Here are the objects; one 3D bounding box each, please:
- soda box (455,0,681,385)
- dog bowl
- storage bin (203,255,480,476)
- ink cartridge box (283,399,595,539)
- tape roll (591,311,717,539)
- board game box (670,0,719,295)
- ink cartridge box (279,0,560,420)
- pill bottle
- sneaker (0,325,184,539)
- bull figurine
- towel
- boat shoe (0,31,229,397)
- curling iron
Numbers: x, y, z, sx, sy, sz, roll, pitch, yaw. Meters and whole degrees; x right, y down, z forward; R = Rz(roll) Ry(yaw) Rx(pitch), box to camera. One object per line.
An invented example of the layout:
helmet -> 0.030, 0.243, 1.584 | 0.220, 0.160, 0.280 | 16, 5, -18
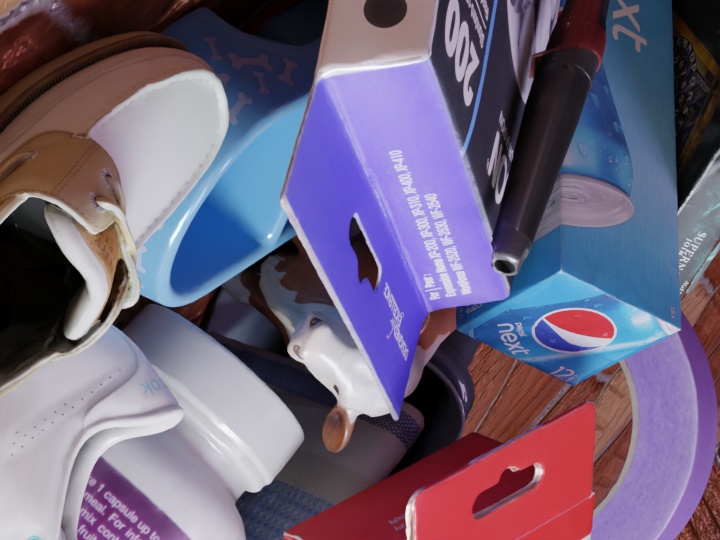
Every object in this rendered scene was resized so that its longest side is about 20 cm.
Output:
soda box -> 0.086, -0.060, 0.997 | 0.064, 0.068, 0.200 | -32, -136, 42
dog bowl -> -0.037, -0.054, 0.909 | 0.200, 0.050, 0.112 | -36, 158, -50
storage bin -> 0.006, 0.056, 1.149 | 0.134, 0.145, 0.200 | -53, 169, -45
ink cartridge box -> 0.030, 0.145, 0.962 | 0.116, 0.067, 0.200 | -23, 126, -43
tape roll -> 0.090, 0.080, 1.305 | 0.200, 0.200, 0.085 | -55, 166, 6
board game box -> 0.137, -0.085, 1.055 | 0.135, 0.028, 0.200 | -59, -159, 28
ink cartridge box -> 0.029, -0.070, 0.858 | 0.198, 0.043, 0.200 | 63, 36, -64
pill bottle -> -0.115, 0.113, 0.928 | 0.200, 0.112, 0.112 | -49, 165, -13
sneaker -> -0.145, 0.096, 0.843 | 0.200, 0.088, 0.075 | -49, 166, -15
bull figurine -> 0.000, 0.000, 1.001 | 0.200, 0.121, 0.065 | -29, 152, -57
towel -> -0.074, 0.118, 0.997 | 0.200, 0.147, 0.024 | -55, 133, -19
boat shoe -> -0.101, -0.005, 0.748 | 0.200, 0.068, 0.075 | -44, 134, -34
curling iron -> 0.072, -0.085, 0.893 | 0.050, 0.026, 0.200 | 46, 51, -44
